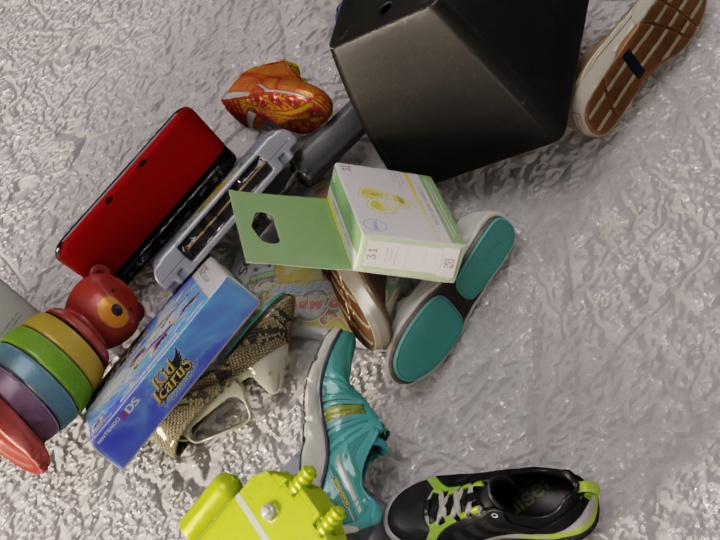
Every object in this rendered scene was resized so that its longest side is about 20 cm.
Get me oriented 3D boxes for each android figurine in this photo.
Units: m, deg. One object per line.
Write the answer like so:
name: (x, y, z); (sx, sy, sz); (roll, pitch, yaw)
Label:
android figurine: (-0.084, 0.256, 1.301); (0.200, 0.041, 0.183); (-50, 57, 21)

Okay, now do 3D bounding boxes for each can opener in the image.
can opener: (-0.046, -0.101, 1.566); (0.066, 0.053, 0.200); (41, 80, 3)

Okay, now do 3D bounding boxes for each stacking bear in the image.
stacking bear: (-0.295, 0.085, 1.490); (0.200, 0.122, 0.114); (-49, 13, -23)

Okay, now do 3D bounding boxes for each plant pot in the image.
plant pot: (0.083, -0.226, 1.480); (0.198, 0.177, 0.202); (-17, 45, 38)

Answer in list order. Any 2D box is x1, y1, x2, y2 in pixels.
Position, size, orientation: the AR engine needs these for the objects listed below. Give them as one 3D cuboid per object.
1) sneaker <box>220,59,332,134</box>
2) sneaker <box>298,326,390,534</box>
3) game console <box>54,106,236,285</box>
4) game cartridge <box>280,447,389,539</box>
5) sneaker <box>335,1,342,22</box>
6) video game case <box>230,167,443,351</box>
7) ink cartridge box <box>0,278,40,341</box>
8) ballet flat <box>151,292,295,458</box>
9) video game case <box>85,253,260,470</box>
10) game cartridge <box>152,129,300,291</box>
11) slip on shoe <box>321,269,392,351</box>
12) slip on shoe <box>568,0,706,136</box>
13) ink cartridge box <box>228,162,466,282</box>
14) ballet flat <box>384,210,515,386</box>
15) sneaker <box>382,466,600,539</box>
sneaker: (-0.084, -0.193, 1.610); (0.077, 0.073, 0.199); (-53, 31, -11)
sneaker: (-0.012, 0.146, 1.379); (0.079, 0.078, 0.202); (-2, 59, 4)
game console: (-0.239, -0.086, 1.583); (0.200, 0.119, 0.172); (-48, 34, -3)
game cartridge: (-0.064, 0.270, 1.373); (0.133, 0.042, 0.200); (30, 75, 39)
sneaker: (0.008, -0.295, 1.670); (0.078, 0.075, 0.202); (-9, 55, 22)
video game case: (-0.033, -0.017, 1.545); (0.198, 0.023, 0.183); (9, 64, 28)
ink cartridge box: (-0.430, 0.054, 1.544); (0.146, 0.200, 0.144); (-52, 35, -13)
ballet flat: (-0.122, 0.111, 1.485); (0.200, 0.068, 0.075); (-41, 77, 6)
video game case: (-0.186, 0.081, 1.458); (0.200, 0.045, 0.181); (-50, 13, -2)
game cartridge: (-0.142, -0.066, 1.564); (0.040, 0.133, 0.200); (42, 87, -6)
slip on shoe: (0.000, 0.000, 1.453); (0.060, 0.077, 0.200); (-19, 34, -10)
slip on shoe: (0.264, -0.219, 1.505); (0.201, 0.076, 0.060); (-53, 38, -9)
ink cartridge box: (-0.015, -0.050, 1.419); (0.198, 0.048, 0.146); (8, 28, -17)
ballet flat: (0.075, 0.025, 1.453); (0.069, 0.070, 0.201); (24, 69, 33)
sneaker: (0.109, 0.194, 1.308); (0.198, 0.083, 0.072); (-8, 57, 16)
